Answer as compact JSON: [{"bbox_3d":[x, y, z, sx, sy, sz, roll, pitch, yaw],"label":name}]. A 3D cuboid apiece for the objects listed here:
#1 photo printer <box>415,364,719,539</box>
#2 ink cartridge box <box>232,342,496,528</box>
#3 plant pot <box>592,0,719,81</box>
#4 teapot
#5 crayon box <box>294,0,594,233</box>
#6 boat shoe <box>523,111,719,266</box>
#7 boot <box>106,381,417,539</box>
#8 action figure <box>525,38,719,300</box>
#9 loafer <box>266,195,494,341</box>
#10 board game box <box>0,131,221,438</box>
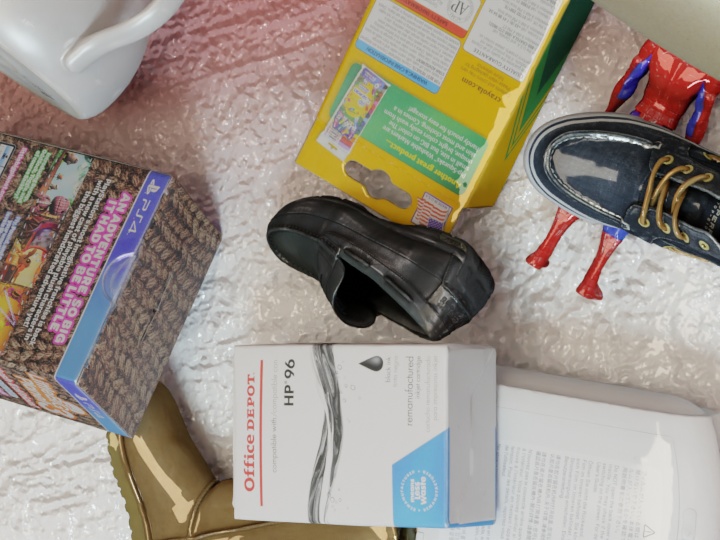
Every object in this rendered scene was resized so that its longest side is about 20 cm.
[{"bbox_3d":[0.138,0.151,1.671,0.200,0.069,0.166,8,96,26],"label":"photo printer"},{"bbox_3d":[-0.016,0.104,1.675,0.200,0.068,0.116,-2,87,31],"label":"ink cartridge box"},{"bbox_3d":[0.246,-0.179,1.552,0.200,0.187,0.187,44,111,2],"label":"plant pot"},{"bbox_3d":[-0.210,-0.206,1.771,0.200,0.197,0.146,36,85,2],"label":"teapot"},{"bbox_3d":[0.056,-0.129,1.705,0.126,0.052,0.200,32,106,21],"label":"crayon box"},{"bbox_3d":[0.196,-0.045,1.583,0.200,0.091,0.071,17,99,2],"label":"boat shoe"},{"bbox_3d":[-0.063,0.142,1.778,0.200,0.066,0.175,-10,95,25],"label":"boot"},{"bbox_3d":[0.176,-0.081,1.651,0.065,0.052,0.200,33,102,15],"label":"action figure"},{"bbox_3d":[0.000,0.000,1.699,0.201,0.068,0.070,17,60,48],"label":"loafer"},{"bbox_3d":[-0.224,0.003,1.792,0.200,0.097,0.159,15,70,25],"label":"board game box"}]
